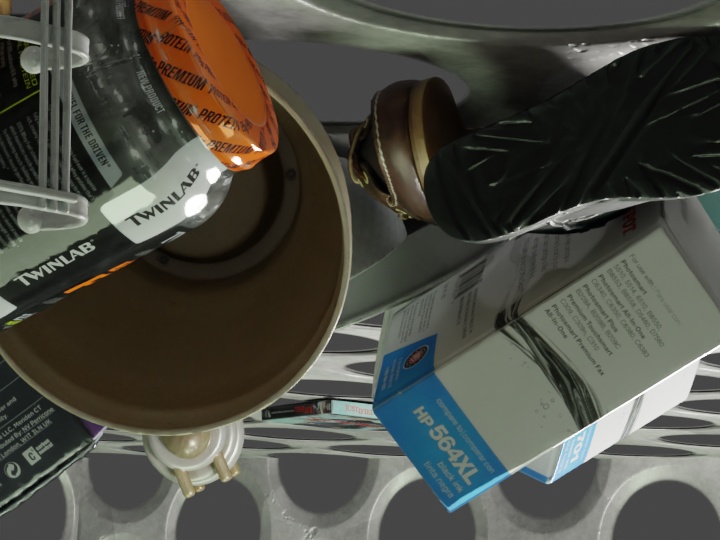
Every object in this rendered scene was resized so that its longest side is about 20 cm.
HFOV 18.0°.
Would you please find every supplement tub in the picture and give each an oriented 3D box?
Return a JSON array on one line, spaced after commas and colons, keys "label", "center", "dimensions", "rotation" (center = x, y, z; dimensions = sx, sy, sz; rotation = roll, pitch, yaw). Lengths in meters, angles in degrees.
[{"label": "supplement tub", "center": [-0.146, -0.052, 1.044], "dimensions": [0.199, 0.123, 0.122], "rotation": [-27, 162, 15]}]

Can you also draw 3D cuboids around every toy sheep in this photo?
[{"label": "toy sheep", "center": [-0.202, 0.201, 2.757], "dimensions": [0.136, 0.139, 0.200], "rotation": [3, 177, 0]}]

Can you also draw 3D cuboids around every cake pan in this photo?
[{"label": "cake pan", "center": [0.000, 0.000, 1.478], "dimensions": [0.199, 0.037, 0.200], "rotation": [-23, -173, 3]}]

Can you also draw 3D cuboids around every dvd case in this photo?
[{"label": "dvd case", "center": [-0.023, 0.190, 2.966], "dimensions": [0.145, 0.022, 0.200], "rotation": [9, 169, -29]}]

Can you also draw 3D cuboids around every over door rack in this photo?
[{"label": "over door rack", "center": [-0.183, -0.101, 0.845], "dimensions": [0.066, 0.149, 0.199], "rotation": [-10, 165, 36]}]

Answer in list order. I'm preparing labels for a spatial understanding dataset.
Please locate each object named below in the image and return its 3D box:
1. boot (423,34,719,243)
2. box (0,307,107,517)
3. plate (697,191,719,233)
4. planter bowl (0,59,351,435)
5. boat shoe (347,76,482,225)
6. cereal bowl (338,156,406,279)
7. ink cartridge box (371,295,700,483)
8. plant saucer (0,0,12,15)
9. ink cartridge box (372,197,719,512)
[{"label": "boot", "center": [0.138, -0.067, 1.175], "dimensions": [0.199, 0.077, 0.168], "rotation": [-19, 179, 17]}, {"label": "box", "center": [-0.217, 0.018, 1.247], "dimensions": [0.104, 0.201, 0.148], "rotation": [-34, -173, 20]}, {"label": "plate", "center": [0.273, 0.015, 1.437], "dimensions": [0.199, 0.026, 0.201], "rotation": [26, 151, 16]}, {"label": "planter bowl", "center": [-0.094, -0.032, 1.177], "dimensions": [0.198, 0.202, 0.135], "rotation": [2, -163, 7]}, {"label": "boat shoe", "center": [0.027, -0.060, 1.252], "dimensions": [0.070, 0.071, 0.200], "rotation": [-1, 170, 12]}, {"label": "cereal bowl", "center": [-0.077, -0.020, 1.384], "dimensions": [0.199, 0.084, 0.200], "rotation": [-24, -171, 4]}, {"label": "ink cartridge box", "center": [0.125, 0.051, 1.519], "dimensions": [0.146, 0.087, 0.199], "rotation": [24, -155, 28]}, {"label": "plant saucer", "center": [-0.250, -0.138, 0.981], "dimensions": [0.198, 0.038, 0.200], "rotation": [2, 170, 0]}, {"label": "ink cartridge box", "center": [0.114, 0.031, 1.309], "dimensions": [0.199, 0.085, 0.146], "rotation": [-32, -166, 17]}]
